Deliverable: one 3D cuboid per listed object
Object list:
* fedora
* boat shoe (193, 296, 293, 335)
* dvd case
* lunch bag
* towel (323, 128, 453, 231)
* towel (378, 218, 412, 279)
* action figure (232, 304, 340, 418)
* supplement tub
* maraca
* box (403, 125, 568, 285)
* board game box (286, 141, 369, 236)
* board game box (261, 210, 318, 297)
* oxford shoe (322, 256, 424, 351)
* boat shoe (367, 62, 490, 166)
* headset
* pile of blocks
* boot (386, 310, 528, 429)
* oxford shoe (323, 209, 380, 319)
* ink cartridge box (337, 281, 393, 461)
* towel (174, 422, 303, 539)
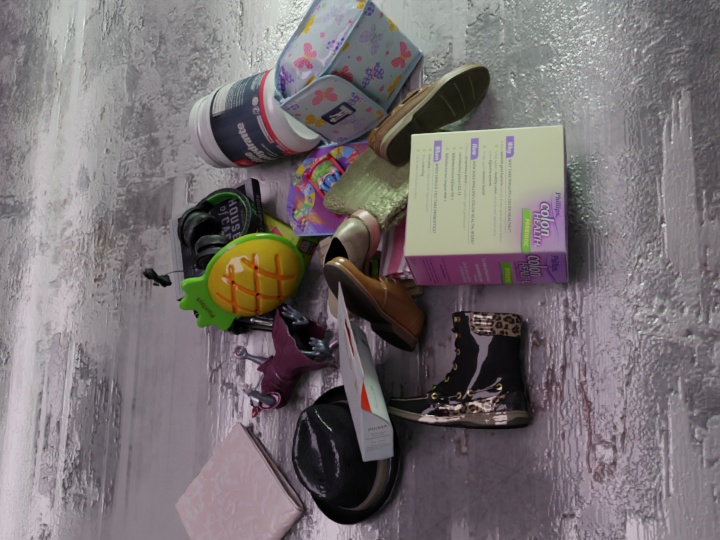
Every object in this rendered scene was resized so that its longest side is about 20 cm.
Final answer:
[{"bbox_3d":[-0.038,0.260,1.343,0.199,0.091,0.202,-10,73,35],"label":"fedora"},{"bbox_3d":[-0.198,0.074,1.525,0.199,0.075,0.061,-7,69,37],"label":"boat shoe"},{"bbox_3d":[-0.237,-0.049,1.557,0.199,0.025,0.151,-23,67,33],"label":"dvd case"},{"bbox_3d":[-0.024,-0.297,1.413,0.127,0.169,0.201,38,95,37],"label":"lunch bag"},{"bbox_3d":[0.053,-0.141,1.357,0.148,0.037,0.200,24,63,43],"label":"towel"},{"bbox_3d":[0.119,-0.063,1.305,0.199,0.030,0.147,-5,63,27],"label":"towel"},{"bbox_3d":[-0.114,0.151,1.447,0.134,0.148,0.201,-102,33,-51],"label":"action figure"},{"bbox_3d":[-0.168,-0.246,1.537,0.199,0.140,0.142,-10,73,36],"label":"supplement tub"},{"bbox_3d":[-0.179,0.018,1.425,0.199,0.137,0.107,-32,33,9],"label":"maraca"},{"bbox_3d":[0.164,-0.081,1.206,0.198,0.097,0.177,-2,66,14],"label":"box"},{"bbox_3d":[-0.036,-0.135,1.443,0.199,0.039,0.159,-1,67,28],"label":"board game box"},{"bbox_3d":[-0.168,-0.044,1.547,0.199,0.047,0.102,29,97,39],"label":"board game box"},{"bbox_3d":[0.021,0.032,1.292,0.071,0.200,0.072,10,65,45],"label":"oxford shoe"},{"bbox_3d":[0.093,-0.236,1.346,0.200,0.072,0.068,-38,42,-10],"label":"boat shoe"},{"bbox_3d":[-0.253,-0.049,1.494,0.200,0.094,0.124,-45,56,8],"label":"headset"},{"bbox_3d":[0.000,0.000,1.397,0.199,0.062,0.083,13,87,39],"label":"pile of blocks"},{"bbox_3d":[0.131,0.133,1.256,0.199,0.073,0.152,-3,78,33],"label":"boot"},{"bbox_3d":[-0.028,0.003,1.330,0.071,0.074,0.201,37,139,26],"label":"oxford shoe"},{"bbox_3d":[0.006,0.134,1.254,0.047,0.201,0.161,-9,49,-8],"label":"ink cartridge box"},{"bbox_3d":[-0.195,0.374,1.477,0.200,0.032,0.191,-52,53,16],"label":"towel"}]
